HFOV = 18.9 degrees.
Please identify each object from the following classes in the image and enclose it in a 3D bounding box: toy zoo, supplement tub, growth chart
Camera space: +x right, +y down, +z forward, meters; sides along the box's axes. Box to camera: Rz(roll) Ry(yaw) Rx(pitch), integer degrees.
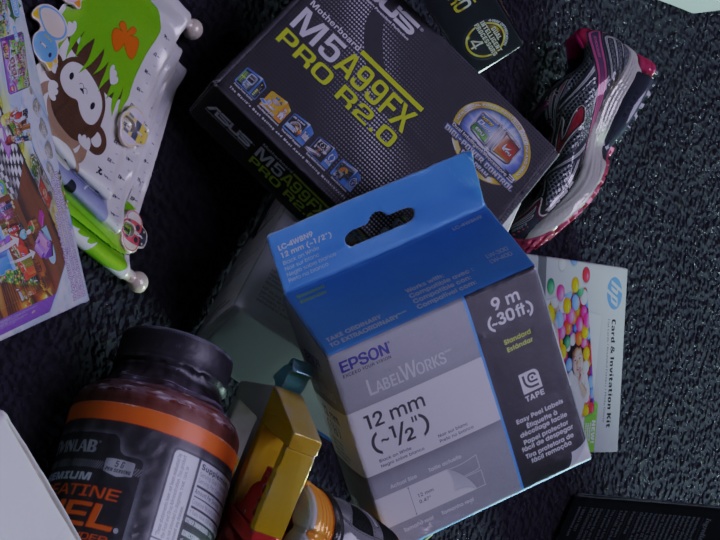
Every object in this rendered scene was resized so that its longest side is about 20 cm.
[{"bbox_3d":[-0.074,0.147,1.295,0.020,0.131,0.201,21,94,-19],"label":"toy zoo"},{"bbox_3d":[-0.134,0.137,1.272,0.107,0.106,0.201,40,57,-48],"label":"supplement tub"},{"bbox_3d":[-0.156,-0.105,1.317,0.145,0.018,0.202,35,61,-49],"label":"growth chart"}]

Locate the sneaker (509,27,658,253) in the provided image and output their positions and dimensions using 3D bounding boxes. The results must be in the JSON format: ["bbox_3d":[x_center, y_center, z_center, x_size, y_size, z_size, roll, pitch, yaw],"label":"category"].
[{"bbox_3d":[0.162,-0.101,1.742,0.074,0.081,0.201,32,69,-10],"label":"sneaker"}]

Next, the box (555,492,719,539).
[{"bbox_3d":[0.275,0.296,1.789,0.201,0.195,0.124,59,45,-36],"label":"box"}]

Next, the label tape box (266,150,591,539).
[{"bbox_3d":[0.043,0.049,1.315,0.142,0.066,0.201,-23,111,-13],"label":"label tape box"}]

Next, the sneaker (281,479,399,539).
[{"bbox_3d":[-0.044,0.171,1.335,0.077,0.200,0.079,20,80,-21],"label":"sneaker"}]

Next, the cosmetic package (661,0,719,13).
[{"bbox_3d":[0.273,-0.321,1.915,0.199,0.051,0.152,7,82,-55],"label":"cosmetic package"}]

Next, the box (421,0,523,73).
[{"bbox_3d":[0.032,-0.248,1.471,0.161,0.049,0.201,51,13,-40],"label":"box"}]

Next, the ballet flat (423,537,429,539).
[{"bbox_3d":[0.016,0.095,1.539,0.074,0.074,0.202,-28,115,-52],"label":"ballet flat"}]

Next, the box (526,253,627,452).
[{"bbox_3d":[0.149,0.068,1.740,0.199,0.041,0.157,8,85,-56],"label":"box"}]

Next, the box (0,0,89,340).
[{"bbox_3d":[-0.229,-0.056,1.178,0.136,0.039,0.202,-27,112,-45],"label":"box"}]

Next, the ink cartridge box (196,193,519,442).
[{"bbox_3d":[0.000,0.000,1.431,0.146,0.086,0.201,34,55,-11],"label":"ink cartridge box"}]

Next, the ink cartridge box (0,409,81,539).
[{"bbox_3d":[-0.245,0.161,1.024,0.148,0.199,0.145,-55,133,-40],"label":"ink cartridge box"}]

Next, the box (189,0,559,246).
[{"bbox_3d":[0.011,-0.089,1.400,0.200,0.044,0.160,44,55,-4],"label":"box"}]
